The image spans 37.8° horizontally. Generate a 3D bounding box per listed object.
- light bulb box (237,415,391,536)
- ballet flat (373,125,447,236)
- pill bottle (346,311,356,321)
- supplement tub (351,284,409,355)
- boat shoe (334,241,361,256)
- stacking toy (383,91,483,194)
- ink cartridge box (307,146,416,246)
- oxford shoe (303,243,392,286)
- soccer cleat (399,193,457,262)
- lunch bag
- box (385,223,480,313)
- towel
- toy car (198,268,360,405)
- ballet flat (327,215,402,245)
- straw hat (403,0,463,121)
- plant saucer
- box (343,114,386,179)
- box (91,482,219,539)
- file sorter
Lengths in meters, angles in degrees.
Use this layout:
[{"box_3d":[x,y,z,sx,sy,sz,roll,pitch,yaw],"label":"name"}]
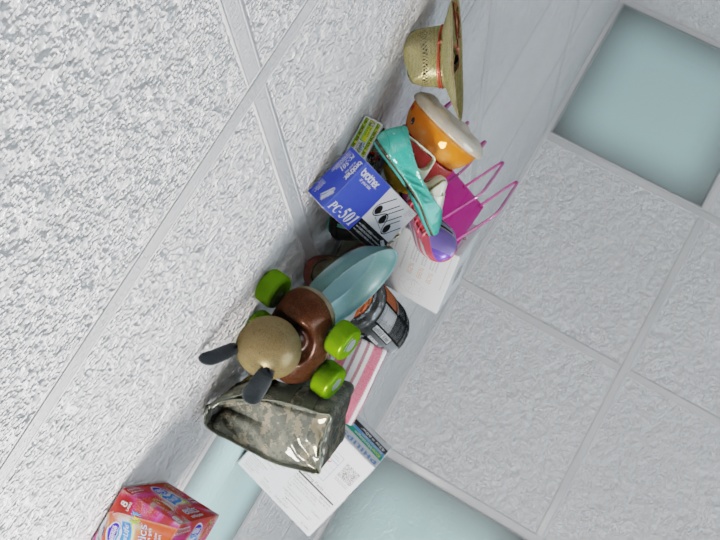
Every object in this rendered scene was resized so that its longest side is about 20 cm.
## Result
[{"box_3d":[-0.085,0.348,1.978,0.200,0.198,0.125,-47,174,18],"label":"light bulb box"},{"box_3d":[0.094,-0.140,1.618,0.070,0.201,0.067,-30,-149,6],"label":"ballet flat"},{"box_3d":[-0.082,0.129,1.800,0.201,0.112,0.113,-65,168,14],"label":"pill bottle"},{"box_3d":[0.008,0.076,1.960,0.123,0.122,0.200,-59,149,-12],"label":"supplement tub"},{"box_3d":[-0.017,-0.016,1.855,0.201,0.071,0.059,-69,165,6],"label":"boat shoe"},{"box_3d":[0.086,-0.172,1.689,0.200,0.146,0.146,-47,172,14],"label":"stacking toy"},{"box_3d":[0.006,-0.102,1.596,0.094,0.044,0.200,-45,148,4],"label":"ink cartridge box"},{"box_3d":[0.000,0.000,1.762,0.199,0.074,0.071,-18,112,-41],"label":"oxford shoe"},{"box_3d":[0.100,-0.091,1.733,0.066,0.201,0.077,-32,134,9],"label":"soccer cleat"},{"box_3d":[-0.126,0.214,1.608,0.164,0.198,0.119,-35,137,-74],"label":"lunch bag"},{"box_3d":[0.098,-0.046,1.954,0.106,0.199,0.153,-48,163,-45],"label":"box"},{"box_3d":[-0.069,0.156,1.736,0.147,0.199,0.030,-63,-165,9],"label":"towel"},{"box_3d":[-0.128,0.120,1.486,0.200,0.164,0.159,-33,151,-48],"label":"toy car"},{"box_3d":[0.028,-0.071,1.759,0.199,0.068,0.069,-10,110,-51],"label":"ballet flat"},{"box_3d":[0.110,-0.328,1.614,0.201,0.084,0.203,-1,90,-80],"label":"straw hat"},{"box_3d":[-0.028,0.024,1.635,0.199,0.036,0.200,-37,162,-14],"label":"plant saucer"},{"box_3d":[0.012,-0.172,1.695,0.111,0.035,0.200,-62,169,0],"label":"box"},{"box_3d":[-0.286,0.367,1.485,0.096,0.099,0.200,-61,168,-4],"label":"box"},{"box_3d":[0.164,-0.174,1.849,0.125,0.200,0.139,-34,-168,42],"label":"file sorter"}]
